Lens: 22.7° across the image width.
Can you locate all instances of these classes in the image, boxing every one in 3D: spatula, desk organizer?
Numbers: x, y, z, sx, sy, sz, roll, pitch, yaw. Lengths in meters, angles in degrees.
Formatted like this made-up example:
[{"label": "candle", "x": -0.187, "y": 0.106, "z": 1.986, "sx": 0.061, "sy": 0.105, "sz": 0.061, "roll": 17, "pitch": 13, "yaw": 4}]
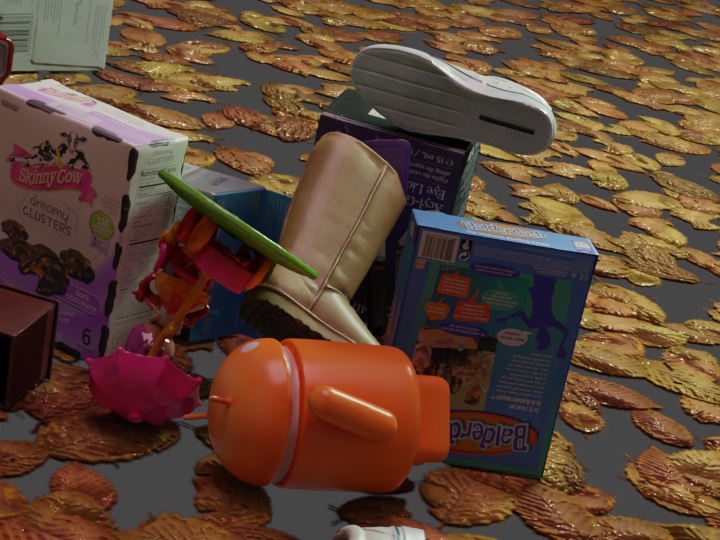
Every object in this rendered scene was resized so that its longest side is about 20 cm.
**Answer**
[{"label": "spatula", "x": 0.016, "y": -0.028, "z": 1.658, "sx": 0.056, "sy": 0.202, "sz": 0.021, "roll": -1, "pitch": 22, "yaw": -4}, {"label": "desk organizer", "x": -0.351, "y": 0.041, "z": 1.441, "sx": 0.198, "sy": 0.072, "sz": 0.077, "roll": 16, "pitch": 22, "yaw": 11}]

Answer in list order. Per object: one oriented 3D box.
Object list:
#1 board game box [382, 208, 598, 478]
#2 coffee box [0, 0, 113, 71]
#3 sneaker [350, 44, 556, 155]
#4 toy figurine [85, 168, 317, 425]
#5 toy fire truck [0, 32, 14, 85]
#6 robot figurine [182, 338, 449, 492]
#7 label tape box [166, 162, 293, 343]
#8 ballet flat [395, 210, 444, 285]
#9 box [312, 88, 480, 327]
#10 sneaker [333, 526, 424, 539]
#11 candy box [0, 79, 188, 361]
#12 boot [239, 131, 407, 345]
[{"label": "board game box", "x": 0.096, "y": 0.061, "z": 1.457, "sx": 0.151, "sy": 0.202, "sz": 0.045, "roll": 10, "pitch": 18, "yaw": -8}, {"label": "coffee box", "x": -0.457, "y": -0.384, "z": 2.350, "sx": 0.199, "sy": 0.201, "sz": 0.197, "roll": -7, "pitch": 26, "yaw": -41}, {"label": "sneaker", "x": 0.087, "y": -0.156, "z": 1.663, "sx": 0.199, "sy": 0.074, "sz": 0.071, "roll": 23, "pitch": 16, "yaw": 4}, {"label": "toy figurine", "x": -0.151, "y": 0.033, "z": 1.433, "sx": 0.150, "sy": 0.185, "sz": 0.200, "roll": 34, "pitch": -1, "yaw": -20}, {"label": "toy fire truck", "x": -0.454, "y": -0.166, "z": 1.800, "sx": 0.199, "sy": 0.169, "sz": 0.112, "roll": -1, "pitch": 23, "yaw": -32}, {"label": "robot figurine", "x": -0.030, "y": 0.110, "z": 1.371, "sx": 0.198, "sy": 0.117, "sz": 0.144, "roll": 5, "pitch": 28, "yaw": -19}, {"label": "label tape box", "x": -0.162, "y": -0.018, "z": 1.603, "sx": 0.199, "sy": 0.144, "sz": 0.066, "roll": 18, "pitch": 19, "yaw": 16}, {"label": "ballet flat", "x": 0.058, "y": 0.045, "z": 1.620, "sx": 0.071, "sy": 0.072, "sz": 0.202, "roll": 8, "pitch": 61, "yaw": -10}, {"label": "box", "x": 0.023, "y": -0.056, "z": 1.732, "sx": 0.147, "sy": 0.202, "sz": 0.104, "roll": 15, "pitch": 22, "yaw": 9}, {"label": "sneaker", "x": 0.008, "y": 0.222, "z": 1.155, "sx": 0.070, "sy": 0.074, "sz": 0.200, "roll": 2, "pitch": 11, "yaw": 0}, {"label": "candy box", "x": -0.246, "y": -0.043, "z": 1.541, "sx": 0.167, "sy": 0.202, "sz": 0.071, "roll": 23, "pitch": 22, "yaw": 31}, {"label": "boot", "x": 0.000, "y": 0.000, "z": 1.552, "sx": 0.175, "sy": 0.066, "sz": 0.201, "roll": 41, "pitch": 50, "yaw": -18}]
